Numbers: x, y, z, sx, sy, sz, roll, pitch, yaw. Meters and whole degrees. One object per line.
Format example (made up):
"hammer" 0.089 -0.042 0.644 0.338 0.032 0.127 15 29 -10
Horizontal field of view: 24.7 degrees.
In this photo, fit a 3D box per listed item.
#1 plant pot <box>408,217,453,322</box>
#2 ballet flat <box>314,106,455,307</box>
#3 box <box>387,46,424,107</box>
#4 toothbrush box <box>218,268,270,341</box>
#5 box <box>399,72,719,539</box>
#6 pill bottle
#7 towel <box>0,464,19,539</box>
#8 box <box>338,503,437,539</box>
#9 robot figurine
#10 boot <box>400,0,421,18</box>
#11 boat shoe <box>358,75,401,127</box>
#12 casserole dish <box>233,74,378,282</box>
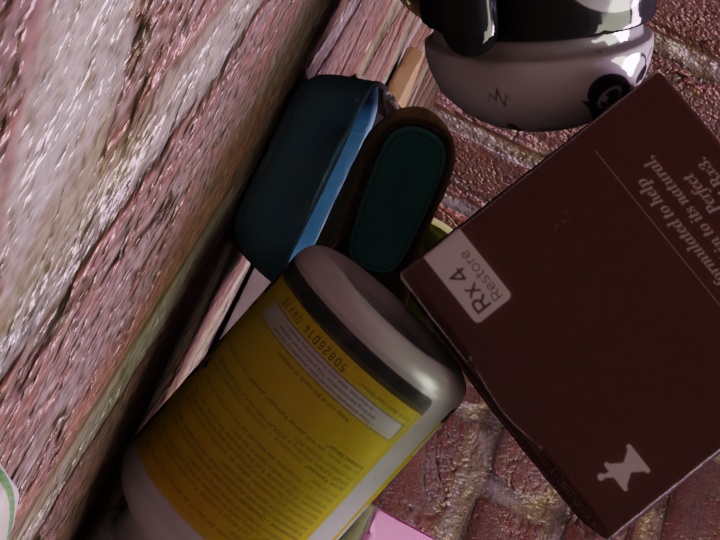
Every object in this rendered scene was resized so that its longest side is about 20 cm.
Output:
"plant pot" 0.041 0.004 2.184 0.201 0.199 0.190 -65 -168 8
"ballet flat" 0.000 0.000 0.935 0.201 0.068 0.063 -63 -167 13
"box" 0.001 -0.098 1.598 0.164 0.021 0.201 112 3 -62
"toothbrush box" -0.056 0.070 1.148 0.200 0.086 0.146 106 9 -73
"box" 0.137 0.025 0.876 0.164 0.166 0.200 -38 173 0
"pill bottle" -0.049 0.094 0.827 0.200 0.112 0.112 -48 -179 7
"towel" -0.149 0.151 0.418 0.200 0.023 0.153 -60 174 -60
"box" -0.061 0.204 0.928 0.199 0.097 0.177 13 -106 48
"robot figurine" 0.091 -0.170 0.828 0.125 0.149 0.201 -134 -142 -64
"boot" 0.068 -0.217 0.973 0.200 0.072 0.155 46 68 -82
"boat shoe" 0.007 -0.088 1.133 0.200 0.067 0.072 -65 179 -77
"casserole dish" -0.031 -0.050 0.909 0.200 0.039 0.122 65 50 -87
